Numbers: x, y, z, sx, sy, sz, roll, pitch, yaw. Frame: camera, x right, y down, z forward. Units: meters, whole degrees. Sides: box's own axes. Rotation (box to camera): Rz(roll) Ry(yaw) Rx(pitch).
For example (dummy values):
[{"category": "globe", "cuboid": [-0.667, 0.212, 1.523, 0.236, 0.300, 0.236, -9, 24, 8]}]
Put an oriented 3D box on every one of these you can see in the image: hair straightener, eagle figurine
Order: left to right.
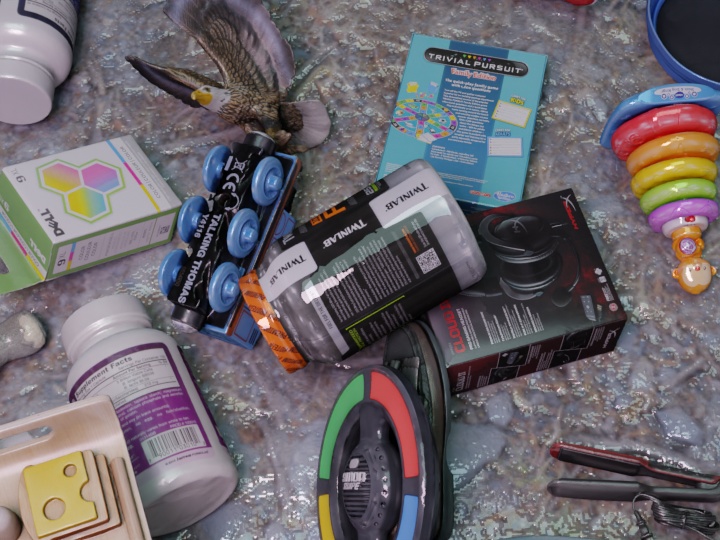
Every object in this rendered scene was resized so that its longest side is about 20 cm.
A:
[{"category": "eagle figurine", "cuboid": [-0.134, -0.187, 1.177, 0.151, 0.151, 0.201, -32, 72, -4]}, {"category": "hair straightener", "cuboid": [0.262, 0.209, 1.024, 0.197, 0.041, 0.078, 12, 62, 2]}]

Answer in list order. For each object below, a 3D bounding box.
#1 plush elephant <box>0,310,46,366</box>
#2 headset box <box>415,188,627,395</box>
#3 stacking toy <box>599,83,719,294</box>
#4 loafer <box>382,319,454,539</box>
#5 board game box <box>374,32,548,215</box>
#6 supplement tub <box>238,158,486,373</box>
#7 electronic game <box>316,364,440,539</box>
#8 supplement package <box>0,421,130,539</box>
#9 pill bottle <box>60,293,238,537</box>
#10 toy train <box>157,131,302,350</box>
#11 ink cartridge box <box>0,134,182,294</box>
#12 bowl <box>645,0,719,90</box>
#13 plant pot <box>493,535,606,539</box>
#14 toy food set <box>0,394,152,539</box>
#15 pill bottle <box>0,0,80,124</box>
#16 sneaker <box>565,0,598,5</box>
[{"category": "plush elephant", "cuboid": [-0.422, 0.047, 1.051, 0.164, 0.155, 0.200, 39, 68, 20]}, {"category": "headset box", "cuboid": [0.130, 0.023, 1.101, 0.198, 0.077, 0.150, -13, 62, -8]}, {"category": "stacking toy", "cuboid": [0.315, -0.074, 1.148, 0.114, 0.110, 0.202, -4, 72, -4]}, {"category": "loafer", "cuboid": [0.040, 0.141, 1.014, 0.062, 0.072, 0.203, 4, 73, -34]}, {"category": "board game box", "cuboid": [0.107, -0.146, 1.210, 0.149, 0.047, 0.202, 11, 62, 7]}, {"category": "supplement tub", "cuboid": [0.000, 0.000, 1.017, 0.199, 0.123, 0.123, -30, 64, -1]}, {"category": "electronic game", "cuboid": [0.009, 0.179, 0.956, 0.041, 0.200, 0.202, 7, 58, -25]}, {"category": "supplement package", "cuboid": [-0.254, 0.253, 0.910, 0.151, 0.201, 0.151, 38, 67, 19]}, {"category": "pill bottle", "cuboid": [-0.196, 0.125, 1.031, 0.111, 0.113, 0.201, -24, 63, -12]}, {"category": "toy train", "cuboid": [-0.117, -0.028, 1.091, 0.086, 0.114, 0.202, 15, 76, 26]}, {"category": "ink cartridge box", "cuboid": [-0.285, -0.056, 1.119, 0.199, 0.060, 0.104, -21, 61, -38]}, {"category": "bowl", "cuboid": [0.413, -0.270, 1.277, 0.198, 0.040, 0.203, -1, 61, 1]}, {"category": "plant pot", "cuboid": [0.133, 0.313, 0.883, 0.198, 0.196, 0.198, 10, 61, 14]}, {"category": "toy food set", "cuboid": [-0.217, 0.195, 0.792, 0.142, 0.061, 0.202, -17, 64, -9]}, {"category": "pill bottle", "cuboid": [-0.363, -0.263, 1.246, 0.110, 0.111, 0.202, -1, 61, 1]}, {"category": "sneaker", "cuboid": [0.169, -0.336, 1.300, 0.112, 0.072, 0.200, -38, 59, -22]}]
